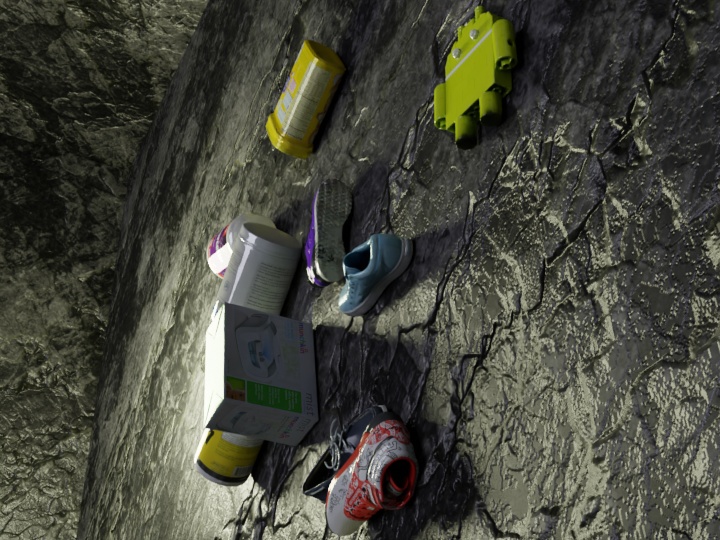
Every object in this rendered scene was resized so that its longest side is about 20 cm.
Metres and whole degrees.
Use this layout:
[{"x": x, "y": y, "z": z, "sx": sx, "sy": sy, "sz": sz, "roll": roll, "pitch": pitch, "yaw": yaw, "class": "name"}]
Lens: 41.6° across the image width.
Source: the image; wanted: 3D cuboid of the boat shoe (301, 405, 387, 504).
[{"x": -0.023, "y": 0.266, "z": 1.377, "sx": 0.201, "sy": 0.061, "sz": 0.076, "roll": -56, "pitch": 28, "yaw": 36, "class": "boat shoe"}]

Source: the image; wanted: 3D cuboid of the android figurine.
[{"x": 0.160, "y": -0.275, "z": 1.325, "sx": 0.182, "sy": 0.041, "sz": 0.203, "roll": -39, "pitch": 43, "yaw": 54, "class": "android figurine"}]

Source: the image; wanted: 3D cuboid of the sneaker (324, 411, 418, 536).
[{"x": 0.013, "y": 0.299, "z": 1.269, "sx": 0.203, "sy": 0.066, "sz": 0.108, "roll": -64, "pitch": 23, "yaw": 17, "class": "sneaker"}]

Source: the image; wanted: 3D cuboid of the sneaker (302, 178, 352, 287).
[{"x": -0.068, "y": -0.062, "z": 1.672, "sx": 0.099, "sy": 0.069, "sz": 0.203, "roll": 141, "pitch": 139, "yaw": -57, "class": "sneaker"}]

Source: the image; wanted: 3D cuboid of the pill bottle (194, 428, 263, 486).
[{"x": -0.227, "y": 0.287, "z": 1.762, "sx": 0.202, "sy": 0.113, "sz": 0.114, "roll": -67, "pitch": 25, "yaw": 17, "class": "pill bottle"}]

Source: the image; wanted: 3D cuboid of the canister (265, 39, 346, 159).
[{"x": -0.111, "y": -0.350, "z": 1.928, "sx": 0.202, "sy": 0.085, "sz": 0.149, "roll": -63, "pitch": 26, "yaw": 22, "class": "canister"}]

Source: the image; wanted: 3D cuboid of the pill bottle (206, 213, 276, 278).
[{"x": -0.248, "y": -0.053, "z": 2.020, "sx": 0.199, "sy": 0.111, "sz": 0.114, "roll": -29, "pitch": 50, "yaw": 59, "class": "pill bottle"}]

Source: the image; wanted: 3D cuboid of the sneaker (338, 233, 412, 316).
[{"x": 0.000, "y": 0.000, "z": 1.463, "sx": 0.200, "sy": 0.081, "sz": 0.075, "roll": -50, "pitch": 32, "yaw": 44, "class": "sneaker"}]

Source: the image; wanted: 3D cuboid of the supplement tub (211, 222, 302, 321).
[{"x": -0.202, "y": 0.023, "z": 1.845, "sx": 0.203, "sy": 0.130, "sz": 0.132, "roll": -68, "pitch": 24, "yaw": 13, "class": "supplement tub"}]

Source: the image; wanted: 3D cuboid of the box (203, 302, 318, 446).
[{"x": -0.171, "y": 0.179, "z": 1.621, "sx": 0.097, "sy": 0.174, "sz": 0.202, "roll": -52, "pitch": 31, "yaw": 41, "class": "box"}]
